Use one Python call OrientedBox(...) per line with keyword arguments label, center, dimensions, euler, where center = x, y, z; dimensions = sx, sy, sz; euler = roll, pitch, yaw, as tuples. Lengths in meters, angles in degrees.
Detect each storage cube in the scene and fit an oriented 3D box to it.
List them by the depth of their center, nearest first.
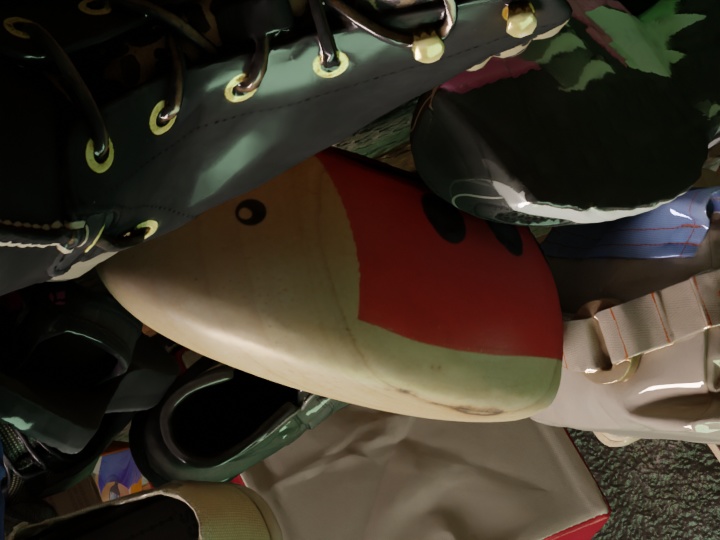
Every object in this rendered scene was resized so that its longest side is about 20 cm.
OrientedBox(label="storage cube", center=(0.000, 0.113, 1.161), dimensions=(0.171, 0.200, 0.180), euler=(-23, 164, -19))

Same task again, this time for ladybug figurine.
OrientedBox(label="ladybug figurine", center=(0.000, 0.000, 0.742), dimensions=(0.200, 0.136, 0.072), euler=(14, 100, -52))

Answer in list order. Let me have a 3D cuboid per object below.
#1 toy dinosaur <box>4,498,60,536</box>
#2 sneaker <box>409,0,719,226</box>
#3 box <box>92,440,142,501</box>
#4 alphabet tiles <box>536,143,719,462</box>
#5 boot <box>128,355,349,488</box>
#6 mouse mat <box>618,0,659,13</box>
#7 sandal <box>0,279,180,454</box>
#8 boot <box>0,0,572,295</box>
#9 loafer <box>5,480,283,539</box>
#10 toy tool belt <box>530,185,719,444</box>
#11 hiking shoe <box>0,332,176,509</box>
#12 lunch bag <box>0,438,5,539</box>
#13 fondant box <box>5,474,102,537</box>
OrientedBox(label="toy dinosaur", center=(-0.216, 0.108, 0.951), dimensions=(0.199, 0.048, 0.088), euler=(-9, -171, 0))
OrientedBox(label="sneaker", center=(0.081, -0.049, 0.772), dimensions=(0.200, 0.081, 0.086), euler=(-16, 169, -48))
OrientedBox(label="box", center=(-0.167, 0.156, 1.125), dimensions=(0.041, 0.120, 0.200), euler=(3, -177, 15))
OrientedBox(label="alphabet tiles", center=(0.163, -0.001, 0.956), dimensions=(0.200, 0.196, 0.015), euler=(-23, 157, -23))
OrientedBox(label="boot", center=(-0.004, 0.024, 0.888), dimensions=(0.200, 0.068, 0.131), euler=(-39, -179, -19))
OrientedBox(label="mouse mat", center=(0.111, -0.112, 0.767), dimensions=(0.161, 0.008, 0.200), euler=(-29, 171, 20))
OrientedBox(label="sandal", center=(-0.103, 0.018, 0.743), dimensions=(0.048, 0.075, 0.200), euler=(-57, 176, 6))
OrientedBox(label="boot", center=(-0.035, -0.050, 0.477), dimensions=(0.150, 0.073, 0.200), euler=(-27, 175, 8))
OrientedBox(label="loafer", center=(-0.127, 0.132, 0.828), dimensions=(0.200, 0.076, 0.068), euler=(-31, 153, -1))
OrientedBox(label="toy tool belt", center=(0.132, 0.001, 0.815), dimensions=(0.124, 0.123, 0.200), euler=(8, 174, -24))
OrientedBox(label="hiking shoe", center=(-0.155, 0.063, 0.844), dimensions=(0.101, 0.076, 0.200), euler=(-43, 172, 36))
OrientedBox(label="lunch bag", center=(-0.189, 0.113, 0.633), dimensions=(0.200, 0.133, 0.136), euler=(-32, 138, 27))
OrientedBox(label="fondant box", center=(-0.198, 0.194, 1.007), dimensions=(0.199, 0.145, 0.058), euler=(-18, -161, -10))
